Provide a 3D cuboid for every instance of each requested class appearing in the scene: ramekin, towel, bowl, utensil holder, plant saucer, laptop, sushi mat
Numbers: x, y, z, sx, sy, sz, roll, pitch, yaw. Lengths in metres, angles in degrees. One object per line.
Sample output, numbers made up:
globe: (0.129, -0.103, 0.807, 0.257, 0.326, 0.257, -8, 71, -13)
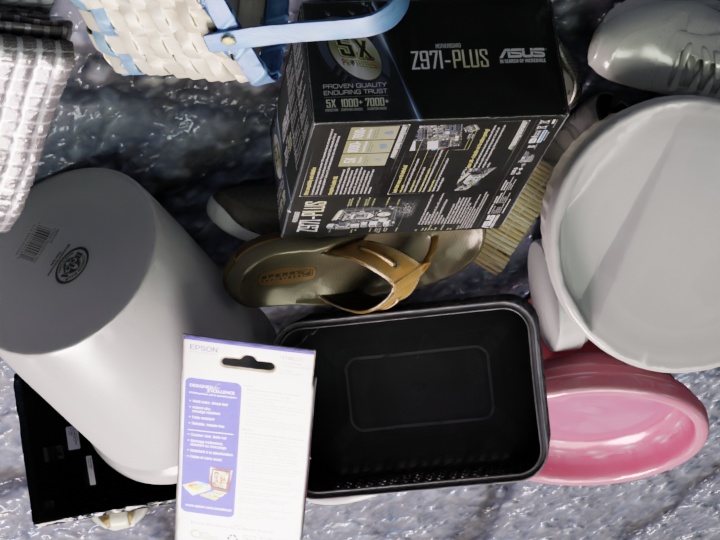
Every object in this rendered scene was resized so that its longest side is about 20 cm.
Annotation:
ramekin: (0.223, -0.032, 1.332, 0.202, 0.094, 0.203, -2, 102, -10)
towel: (-0.286, -0.105, 1.187, 0.165, 0.086, 0.200, 3, 141, -26)
bowl: (0.011, 0.099, 1.527, 0.201, 0.201, 0.090, -24, 111, 12)
utensil holder: (-0.174, 0.042, 1.361, 0.170, 0.170, 0.200, -23, 143, 10)
plant saucer: (0.196, 0.124, 1.558, 0.200, 0.051, 0.201, 1, 151, 0)
laptop: (-0.173, 0.160, 1.498, 0.200, 0.177, 0.103, -9, 130, -10)
sushi mat: (0.056, -0.074, 1.358, 0.200, 0.012, 0.096, 28, 100, -28)

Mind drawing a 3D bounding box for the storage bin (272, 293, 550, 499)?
storage bin: (0.041, 0.095, 1.396, 0.200, 0.135, 0.094, -6, -178, 8)

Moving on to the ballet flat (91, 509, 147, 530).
ballet flat: (-0.225, 0.199, 1.643, 0.067, 0.064, 0.200, -10, 145, -7)

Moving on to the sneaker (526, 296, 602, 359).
sneaker: (0.188, 0.099, 1.647, 0.074, 0.087, 0.200, -19, 145, 7)

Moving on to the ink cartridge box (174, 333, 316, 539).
ink cartridge box: (-0.083, 0.123, 1.316, 0.095, 0.037, 0.200, 7, 127, 2)

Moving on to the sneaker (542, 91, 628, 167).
sneaker: (0.213, -0.044, 1.427, 0.081, 0.075, 0.200, -28, 105, 32)

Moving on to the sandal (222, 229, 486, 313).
sandal: (0.000, 0.000, 1.342, 0.200, 0.054, 0.080, -11, 132, -13)

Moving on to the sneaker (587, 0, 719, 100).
sneaker: (0.260, -0.152, 1.327, 0.200, 0.081, 0.076, 0, 129, -25)

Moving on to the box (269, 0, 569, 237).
box: (0.032, -0.098, 1.210, 0.163, 0.086, 0.200, -3, 161, -9)

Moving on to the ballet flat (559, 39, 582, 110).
ballet flat: (0.114, -0.146, 1.300, 0.072, 0.072, 0.200, -24, 144, 12)

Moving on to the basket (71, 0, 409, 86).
basket: (-0.064, -0.201, 1.072, 0.200, 0.177, 0.139, -8, 145, 21)

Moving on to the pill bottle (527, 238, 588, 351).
pill bottle: (0.247, 0.003, 1.515, 0.200, 0.116, 0.116, -10, 144, -7)

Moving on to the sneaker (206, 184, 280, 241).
sneaker: (-0.019, -0.063, 1.381, 0.200, 0.077, 0.082, 0, 116, -23)
